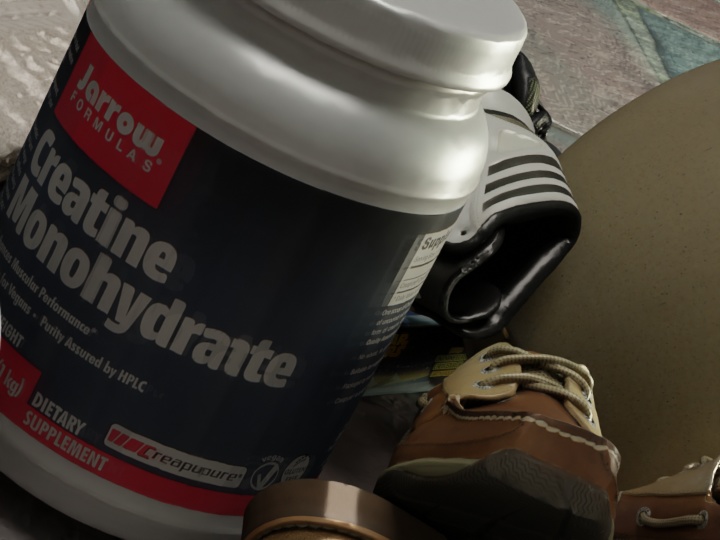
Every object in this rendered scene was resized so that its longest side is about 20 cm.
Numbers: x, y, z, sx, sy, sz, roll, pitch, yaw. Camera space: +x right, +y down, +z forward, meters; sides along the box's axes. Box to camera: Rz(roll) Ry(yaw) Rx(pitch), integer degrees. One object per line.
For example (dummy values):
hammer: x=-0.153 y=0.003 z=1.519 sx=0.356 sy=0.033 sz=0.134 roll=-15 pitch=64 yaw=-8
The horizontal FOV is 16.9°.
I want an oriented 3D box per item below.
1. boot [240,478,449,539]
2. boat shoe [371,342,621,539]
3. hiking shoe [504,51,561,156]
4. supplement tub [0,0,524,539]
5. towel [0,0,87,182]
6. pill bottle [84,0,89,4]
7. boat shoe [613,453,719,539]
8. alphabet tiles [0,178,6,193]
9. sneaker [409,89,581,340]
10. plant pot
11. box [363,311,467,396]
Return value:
boot: x=0.044 y=0.141 z=0.780 sx=0.199 sy=0.074 sz=0.076 roll=25 pitch=49 yaw=-23
boat shoe: x=0.045 y=0.060 z=0.816 sx=0.075 sy=0.074 sz=0.200 roll=23 pitch=-11 yaw=-6
hiking shoe: x=0.061 y=-0.050 z=1.071 sx=0.076 sy=0.101 sz=0.200 roll=36 pitch=21 yaw=15
supplement tub: x=-0.044 y=-0.022 z=0.805 sx=0.140 sy=0.201 sz=0.141 roll=24 pitch=19 yaw=-9
towel: x=-0.174 y=-0.086 z=0.934 sx=0.199 sy=0.035 sz=0.133 roll=-17 pitch=64 yaw=-50
pill bottle: x=-0.169 y=-0.159 z=1.140 sx=0.108 sy=0.109 sz=0.200 roll=27 pitch=19 yaw=-4
boat shoe: x=0.129 y=0.106 z=0.872 sx=0.076 sy=0.072 sz=0.200 roll=30 pitch=-6 yaw=-31
alphabet tiles: x=-0.159 y=-0.063 z=0.959 sx=0.200 sy=0.006 sz=0.166 roll=52 pitch=36 yaw=14
sneaker: x=-0.010 y=-0.022 z=0.912 sx=0.199 sy=0.076 sz=0.115 roll=-9 pitch=28 yaw=-15
plant pot: x=0.119 y=0.027 z=0.999 sx=0.134 sy=0.201 sz=0.201 roll=-17 pitch=35 yaw=-12
box: x=0.000 y=0.000 z=1.079 sx=0.137 sy=0.040 sz=0.199 roll=39 pitch=22 yaw=29
